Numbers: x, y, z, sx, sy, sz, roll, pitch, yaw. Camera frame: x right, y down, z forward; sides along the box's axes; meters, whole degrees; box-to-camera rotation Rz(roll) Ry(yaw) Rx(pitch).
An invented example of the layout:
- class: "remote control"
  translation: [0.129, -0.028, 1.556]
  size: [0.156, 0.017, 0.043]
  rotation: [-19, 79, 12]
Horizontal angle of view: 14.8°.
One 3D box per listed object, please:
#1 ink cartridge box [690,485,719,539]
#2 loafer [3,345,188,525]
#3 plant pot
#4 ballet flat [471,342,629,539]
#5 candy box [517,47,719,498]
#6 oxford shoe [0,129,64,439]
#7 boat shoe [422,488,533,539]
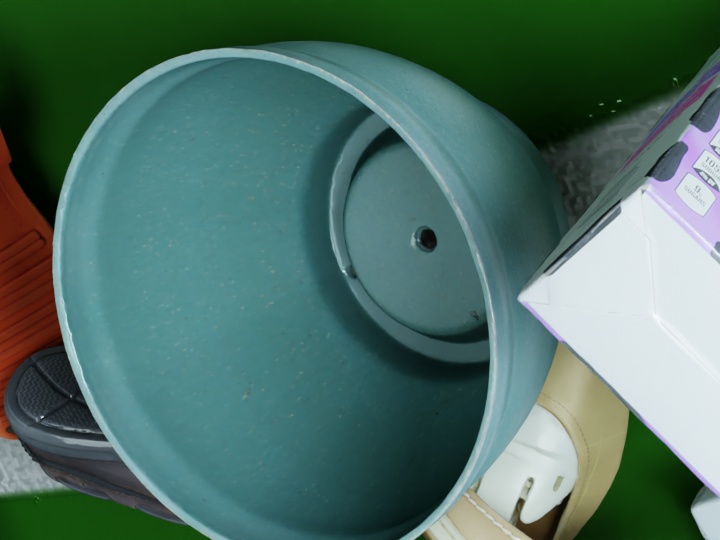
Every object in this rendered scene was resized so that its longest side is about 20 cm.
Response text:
- class: "ink cartridge box"
  translation: [0.252, 0.124, 1.081]
  size: [0.200, 0.047, 0.160]
  rotation: [-21, 106, 38]
- class: "loafer"
  translation: [-0.059, 0.083, 1.218]
  size: [0.200, 0.072, 0.063]
  rotation: [14, 143, 16]
- class: "plant pot"
  translation: [0.000, 0.000, 1.077]
  size: [0.200, 0.134, 0.201]
  rotation: [11, 110, 32]
- class: "ballet flat"
  translation: [0.063, 0.102, 1.161]
  size: [0.069, 0.063, 0.200]
  rotation: [24, 126, 14]
- class: "candy box"
  translation: [0.168, 0.003, 0.958]
  size: [0.168, 0.200, 0.072]
  rotation: [44, 128, -2]
- class: "oxford shoe"
  translation: [-0.176, -0.015, 1.232]
  size: [0.073, 0.071, 0.200]
  rotation: [35, 146, 50]
- class: "boat shoe"
  translation: [0.113, 0.142, 1.107]
  size: [0.200, 0.074, 0.069]
  rotation: [39, 89, -1]
